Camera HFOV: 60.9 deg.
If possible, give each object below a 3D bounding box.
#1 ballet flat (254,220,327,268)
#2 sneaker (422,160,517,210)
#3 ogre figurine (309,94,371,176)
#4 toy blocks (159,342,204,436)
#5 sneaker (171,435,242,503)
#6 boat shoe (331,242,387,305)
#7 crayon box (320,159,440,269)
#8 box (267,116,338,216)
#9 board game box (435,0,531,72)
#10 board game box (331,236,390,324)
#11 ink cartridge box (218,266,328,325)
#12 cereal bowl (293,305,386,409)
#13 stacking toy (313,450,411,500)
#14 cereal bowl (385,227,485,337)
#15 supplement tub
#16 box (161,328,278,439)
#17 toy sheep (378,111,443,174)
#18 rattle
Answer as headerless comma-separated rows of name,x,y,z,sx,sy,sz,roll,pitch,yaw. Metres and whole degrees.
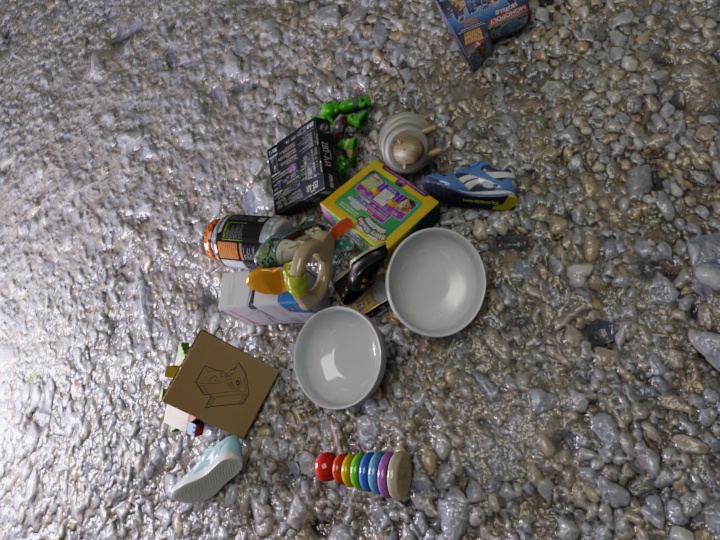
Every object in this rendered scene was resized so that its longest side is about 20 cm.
ballet flat,-0.143,-0.057,1.328,0.073,0.076,0.199,23,40,28
sneaker,0.225,-0.178,1.251,0.194,0.074,0.084,9,72,10
ogre figurine,-0.054,-0.325,1.424,0.117,0.098,0.206,15,92,18
toy blocks,-0.355,0.276,1.346,0.134,0.099,0.206,13,91,31
sneaker,-0.323,0.424,1.312,0.198,0.074,0.083,-34,32,15
boat shoe,0.006,0.006,1.206,0.064,0.072,0.201,63,147,13
crayon box,0.042,-0.124,1.299,0.172,0.059,0.199,-41,58,-18
box,-0.135,-0.231,1.390,0.198,0.043,0.165,-20,76,47
board game box,0.278,-0.559,1.373,0.195,0.062,0.205,-15,68,19
board game box,0.000,0.000,1.319,0.134,0.035,0.203,-30,62,12
ink cartridge box,-0.185,0.058,1.321,0.195,0.144,0.087,-5,68,22
cereal bowl,-0.033,0.176,1.236,0.195,0.083,0.206,-4,81,24
stacking toy,-0.005,0.381,1.165,0.195,0.085,0.088,-4,70,28
cereal bowl,0.140,0.024,1.189,0.194,0.083,0.206,0,86,-6
supplement tub,-0.255,-0.065,1.410,0.195,0.122,0.126,7,74,26
box,-0.291,0.240,1.289,0.166,0.198,0.021,-60,25,-6
toy sheep,0.100,-0.277,1.318,0.136,0.139,0.201,-34,20,10
rattle,-0.112,-0.026,1.218,0.140,0.130,0.203,-5,50,40
